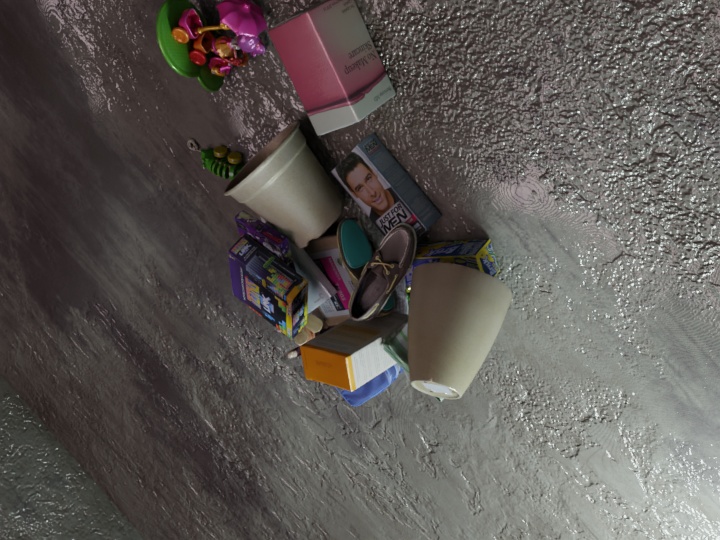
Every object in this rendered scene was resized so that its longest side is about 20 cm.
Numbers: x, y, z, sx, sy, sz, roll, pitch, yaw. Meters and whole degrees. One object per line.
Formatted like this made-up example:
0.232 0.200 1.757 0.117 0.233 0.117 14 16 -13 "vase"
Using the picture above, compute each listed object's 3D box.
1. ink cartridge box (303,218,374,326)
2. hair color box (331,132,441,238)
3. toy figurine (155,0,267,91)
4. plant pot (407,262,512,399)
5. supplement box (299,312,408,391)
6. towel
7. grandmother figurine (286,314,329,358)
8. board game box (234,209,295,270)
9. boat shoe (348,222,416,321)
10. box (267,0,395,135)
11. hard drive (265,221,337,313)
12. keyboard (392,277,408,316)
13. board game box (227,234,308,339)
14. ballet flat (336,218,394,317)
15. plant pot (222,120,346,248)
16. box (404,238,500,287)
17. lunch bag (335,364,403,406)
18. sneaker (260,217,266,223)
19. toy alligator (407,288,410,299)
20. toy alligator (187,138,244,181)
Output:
-0.037 0.008 1.855 0.164 0.075 0.201 -11 112 46 "ink cartridge box"
0.047 -0.143 1.679 0.200 0.061 0.099 50 138 -1 "hair color box"
-0.250 -0.433 1.685 0.182 0.151 0.200 -4 140 32 "toy figurine"
0.157 0.116 1.594 0.185 0.202 0.188 15 159 6 "plant pot"
0.000 0.146 1.706 0.125 0.199 0.074 8 115 43 "supplement box"
0.149 0.128 1.690 0.152 0.200 0.023 42 144 7 "towel"
-0.110 0.154 1.980 0.061 0.121 0.200 58 177 16 "grandmother figurine"
-0.182 -0.026 1.799 0.120 0.032 0.201 34 156 26 "board game box"
0.039 0.006 1.650 0.072 0.059 0.201 34 107 13 "boat shoe"
-0.047 -0.356 1.549 0.108 0.128 0.201 -10 114 43 "box"
-0.146 -0.007 1.862 0.201 0.027 0.132 51 142 -3 "hard drive"
0.072 0.092 1.761 0.056 0.011 0.202 11 120 34 "keyboard"
-0.184 0.037 1.806 0.165 0.057 0.201 34 156 13 "board game box"
0.000 0.000 1.735 0.071 0.070 0.201 -34 81 49 "ballet flat"
-0.132 -0.154 1.749 0.184 0.201 0.200 46 140 -16 "plant pot"
0.155 -0.011 1.684 0.199 0.064 0.071 -1 119 42 "box"
0.017 0.190 1.902 0.136 0.132 0.200 46 139 2 "lunch bag"
-0.175 -0.098 1.911 0.088 0.075 0.202 27 142 52 "sneaker"
0.099 0.078 1.802 0.059 0.054 0.201 -31 95 12 "toy alligator"
-0.310 -0.231 1.925 0.199 0.054 0.060 25 133 25 "toy alligator"
